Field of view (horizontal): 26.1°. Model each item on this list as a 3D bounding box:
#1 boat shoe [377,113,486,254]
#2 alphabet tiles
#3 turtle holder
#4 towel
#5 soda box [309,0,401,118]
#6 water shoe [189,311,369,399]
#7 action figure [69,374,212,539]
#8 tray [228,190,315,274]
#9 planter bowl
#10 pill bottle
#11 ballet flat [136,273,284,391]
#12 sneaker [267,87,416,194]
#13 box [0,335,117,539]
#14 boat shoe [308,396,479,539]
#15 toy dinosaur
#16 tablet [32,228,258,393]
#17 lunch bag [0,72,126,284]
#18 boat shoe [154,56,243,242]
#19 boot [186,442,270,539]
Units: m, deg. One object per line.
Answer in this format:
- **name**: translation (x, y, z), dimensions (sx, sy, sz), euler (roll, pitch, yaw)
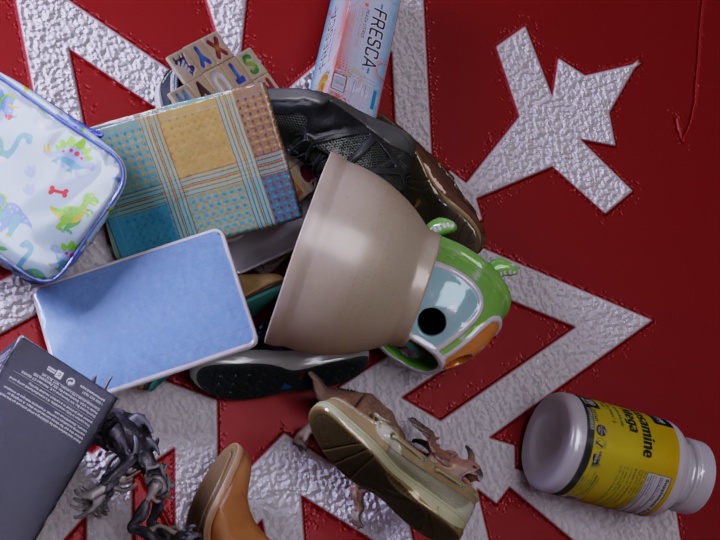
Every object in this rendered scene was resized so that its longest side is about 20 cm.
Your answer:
- **boat shoe**: translation (0.067, -0.093, 1.738), dimensions (0.200, 0.072, 0.068), euler (51, 26, 4)
- **alphabet tiles**: translation (-0.119, -0.156, 1.628), dimensions (0.200, 0.006, 0.166), euler (55, 35, -4)
- **turtle holder**: translation (0.065, 0.025, 1.650), dimensions (0.185, 0.141, 0.132), euler (42, 60, -23)
- **towel**: translation (-0.170, -0.096, 1.557), dimensions (0.200, 0.022, 0.147), euler (-15, 98, 9)
- **soda box**: translation (-0.006, -0.246, 1.730), dimensions (0.064, 0.068, 0.200), euler (23, 61, -20)
- **water shoe**: translation (-0.091, 0.083, 1.611), dimensions (0.200, 0.072, 0.079), euler (-1, 52, -29)
- **action figure**: translation (-0.221, 0.201, 1.454), dimensions (0.102, 0.119, 0.200), euler (-33, 76, 3)
- **tray**: translation (-0.081, -0.071, 1.667), dimensions (0.200, 0.022, 0.107), euler (-26, 73, -30)
- **planter bowl**: translation (0.000, 0.000, 1.532), dimensions (0.135, 0.200, 0.200), euler (20, 66, -1)
- **pill bottle**: translation (0.290, 0.210, 1.726), dimensions (0.200, 0.112, 0.113), euler (16, 68, -22)
- **ballet flat**: translation (-0.163, 0.045, 1.578), dimensions (0.200, 0.069, 0.063), euler (-37, 79, -31)
- **sneaker**: translation (-0.034, -0.117, 1.626), dimensions (0.199, 0.076, 0.114), euler (23, 59, -27)
- **box**: translation (-0.328, 0.178, 1.376), dimensions (0.104, 0.200, 0.182), euler (35, 63, -14)
- **boat shoe**: translation (0.034, 0.187, 1.535), dimensions (0.201, 0.073, 0.063), euler (41, 57, -11)
- **toy dinosaur**: translation (0.020, 0.174, 1.621), dimensions (0.136, 0.086, 0.200), euler (-38, 90, -30)
- **tablet**: translation (-0.212, 0.046, 1.527), dimensions (0.200, 0.014, 0.130), euler (-18, 73, -5)
- **lunch bag**: translation (-0.336, -0.093, 1.501), dimensions (0.200, 0.082, 0.161), euler (34, 82, -11)
- **boat shoe**: translation (-0.162, -0.127, 1.614), dimensions (0.076, 0.060, 0.200), euler (-16, 74, -33)
- **boot**: translation (-0.098, 0.284, 1.536), dimensions (0.155, 0.074, 0.200), euler (19, 79, -19)
